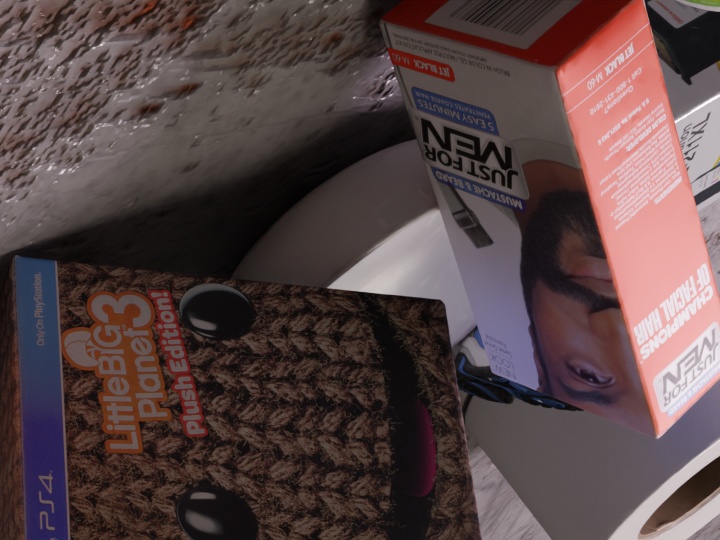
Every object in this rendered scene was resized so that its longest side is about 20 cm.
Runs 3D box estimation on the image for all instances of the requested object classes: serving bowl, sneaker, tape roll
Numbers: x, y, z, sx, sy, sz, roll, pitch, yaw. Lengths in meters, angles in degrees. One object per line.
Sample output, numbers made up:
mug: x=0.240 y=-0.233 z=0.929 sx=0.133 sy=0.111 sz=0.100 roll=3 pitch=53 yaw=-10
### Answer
serving bowl: x=0.000 y=0.000 z=1.189 sx=0.199 sy=0.066 sz=0.200 roll=-33 pitch=159 yaw=-14
sneaker: x=0.085 y=0.030 z=1.300 sx=0.200 sy=0.075 sz=0.078 roll=5 pitch=-105 yaw=66
tape roll: x=0.188 y=0.096 z=1.608 sx=0.202 sy=0.139 sz=0.203 roll=-34 pitch=160 yaw=-14

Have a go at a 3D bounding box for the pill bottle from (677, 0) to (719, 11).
pill bottle: x=0.140 y=-0.187 z=0.961 sx=0.111 sy=0.111 sz=0.200 roll=-39 pitch=160 yaw=4

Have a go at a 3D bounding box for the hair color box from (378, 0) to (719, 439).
hair color box: x=0.089 y=-0.032 z=1.066 sx=0.064 sy=0.111 sz=0.201 roll=-40 pitch=128 yaw=-26

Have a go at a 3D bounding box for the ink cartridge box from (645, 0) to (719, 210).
ink cartridge box: x=0.170 y=-0.095 z=1.250 sx=0.199 sy=0.083 sz=0.146 roll=-31 pitch=159 yaw=-21

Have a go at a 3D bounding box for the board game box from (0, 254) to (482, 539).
board game box: x=-0.060 y=0.093 z=1.035 sx=0.198 sy=0.160 sz=0.097 roll=5 pitch=141 yaw=-18
